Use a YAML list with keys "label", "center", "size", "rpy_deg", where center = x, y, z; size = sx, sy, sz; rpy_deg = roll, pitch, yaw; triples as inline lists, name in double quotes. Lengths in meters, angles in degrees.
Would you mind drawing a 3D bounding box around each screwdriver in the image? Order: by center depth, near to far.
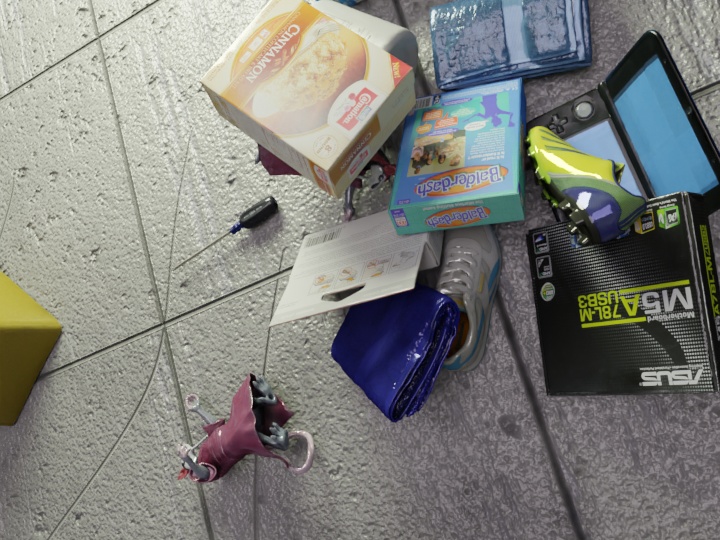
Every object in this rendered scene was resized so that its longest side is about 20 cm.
- label: "screwdriver"
  center: [-0.200, -0.046, 0.996]
  size: [0.199, 0.028, 0.029]
  rpy_deg: [-36, 101, 16]

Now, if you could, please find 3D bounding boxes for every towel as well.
- label: "towel"
  center: [0.040, 0.080, 0.819]
  size: [0.149, 0.049, 0.200]
  rpy_deg: [-62, 26, 2]
- label: "towel"
  center: [0.182, -0.293, 0.846]
  size: [0.196, 0.048, 0.114]
  rpy_deg: [-5, 94, 22]

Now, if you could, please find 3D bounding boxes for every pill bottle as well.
- label: "pill bottle"
  center: [-0.032, -0.292, 0.907]
  size: [0.198, 0.114, 0.116]
  rpy_deg: [29, 95, 23]

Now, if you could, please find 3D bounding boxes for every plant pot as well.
- label: "plant pot"
  center: [-0.639, 0.117, 1.061]
  size: [0.193, 0.199, 0.198]
  rpy_deg: [32, 97, 22]

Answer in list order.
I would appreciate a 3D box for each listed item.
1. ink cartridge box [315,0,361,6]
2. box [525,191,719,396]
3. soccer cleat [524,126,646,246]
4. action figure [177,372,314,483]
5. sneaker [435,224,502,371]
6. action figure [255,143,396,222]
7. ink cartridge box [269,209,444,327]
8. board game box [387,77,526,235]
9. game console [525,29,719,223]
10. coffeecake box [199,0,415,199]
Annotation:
- label: "ink cartridge box"
  center: [0.010, -0.467, 0.926]
  size: [0.197, 0.084, 0.147]
  rpy_deg: [-20, 77, 19]
- label: "box"
  center: [0.279, 0.034, 0.730]
  size: [0.198, 0.047, 0.197]
  rpy_deg: [-13, 78, 50]
- label: "soccer cleat"
  center: [0.239, -0.102, 0.738]
  size: [0.083, 0.065, 0.202]
  rpy_deg: [-26, 38, 9]
- label: "action figure"
  center: [-0.174, 0.234, 0.932]
  size: [0.148, 0.135, 0.200]
  rpy_deg: [38, 117, -21]
- label: "sneaker"
  center: [0.125, 0.020, 0.825]
  size: [0.075, 0.081, 0.204]
  rpy_deg: [1, 83, 23]
- label: "action figure"
  center: [-0.036, -0.162, 0.890]
  size: [0.196, 0.134, 0.151]
  rpy_deg: [15, 71, 6]
- label: "ink cartridge box"
  center: [0.000, 0.000, 0.831]
  size: [0.197, 0.045, 0.178]
  rpy_deg: [-16, 36, 27]
- label: "board game box"
  center: [0.120, -0.139, 0.814]
  size: [0.149, 0.045, 0.202]
  rpy_deg: [-5, 50, 22]
- label: "game console"
  center: [0.284, -0.125, 0.758]
  size: [0.169, 0.118, 0.203]
  rpy_deg: [-24, 75, 17]
- label: "coffeecake box"
  center: [-0.059, -0.206, 0.788]
  size: [0.199, 0.073, 0.154]
  rpy_deg: [36, 79, 18]
